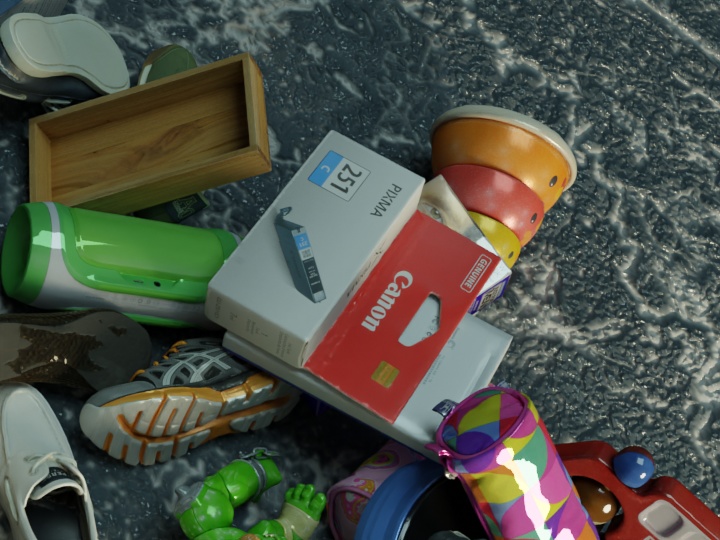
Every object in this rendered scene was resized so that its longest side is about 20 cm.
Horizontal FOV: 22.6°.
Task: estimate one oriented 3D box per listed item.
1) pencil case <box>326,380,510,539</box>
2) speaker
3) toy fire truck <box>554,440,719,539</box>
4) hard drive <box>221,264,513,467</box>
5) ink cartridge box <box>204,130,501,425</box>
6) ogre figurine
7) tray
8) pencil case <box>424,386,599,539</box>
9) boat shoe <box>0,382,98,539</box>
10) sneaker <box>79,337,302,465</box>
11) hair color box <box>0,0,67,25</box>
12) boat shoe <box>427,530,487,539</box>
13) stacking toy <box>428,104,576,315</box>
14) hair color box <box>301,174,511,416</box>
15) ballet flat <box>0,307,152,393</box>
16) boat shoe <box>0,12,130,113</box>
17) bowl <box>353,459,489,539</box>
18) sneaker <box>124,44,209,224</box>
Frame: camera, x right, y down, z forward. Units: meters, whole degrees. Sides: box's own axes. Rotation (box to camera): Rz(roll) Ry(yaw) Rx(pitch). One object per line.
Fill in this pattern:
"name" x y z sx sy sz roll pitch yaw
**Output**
"pencil case" 0.058 0.166 1.491 0.088 0.087 0.199 50 46 7
"speaker" -0.183 -0.002 1.447 0.198 0.088 0.089 9 55 -29
"toy fire truck" 0.221 0.217 1.509 0.200 0.168 0.112 43 46 -1
"hard drive" 0.007 0.057 1.439 0.199 0.025 0.132 28 54 8
"ink cartridge box" 0.000 0.000 1.436 0.175 0.045 0.201 29 54 10
"ogre figurine" -0.077 0.230 1.355 0.119 0.097 0.202 7 74 -50
"tray" -0.173 -0.102 1.465 0.037 0.198 0.100 57 21 -56
"pencil case" 0.124 0.180 1.379 0.201 0.088 0.089 59 38 -29
"boat shoe" -0.230 0.164 1.311 0.071 0.066 0.202 4 58 -32
"sneaker" -0.140 0.095 1.424 0.199 0.079 0.077 -9 51 -41
"hair color box" -0.318 -0.208 1.486 0.060 0.100 0.200 41 45 2
"boat shoe" 0.097 0.260 1.360 0.060 0.201 0.076 20 55 32
"stacking toy" 0.109 -0.038 1.667 0.145 0.146 0.202 26 67 -16
"hair color box" 0.016 0.020 1.519 0.199 0.065 0.110 -32 76 -16
"ballet flat" -0.236 0.061 1.369 0.199 0.046 0.068 2 91 -54
"boat shoe" -0.258 -0.169 1.503 0.076 0.061 0.200 65 19 3
"bowl" 0.069 0.248 1.409 0.199 0.039 0.203 7 81 -48
"sneaker" -0.147 -0.117 1.536 0.067 0.089 0.202 49 39 -41
